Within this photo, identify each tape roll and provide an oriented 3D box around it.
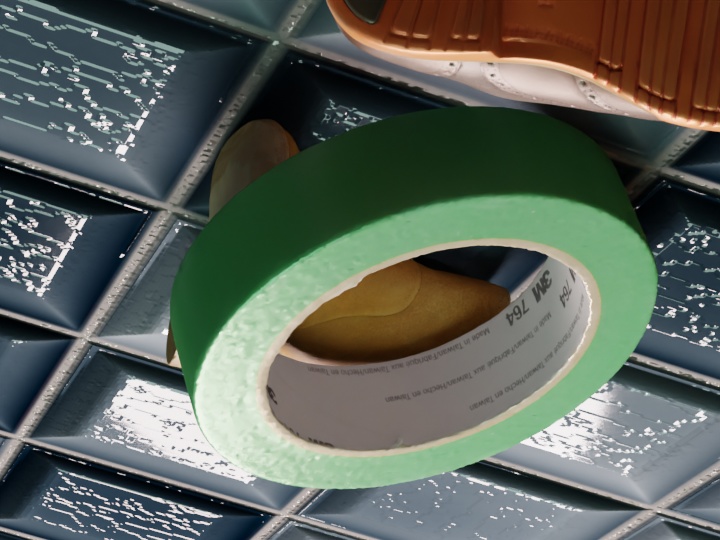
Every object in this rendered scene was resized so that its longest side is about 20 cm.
[{"bbox_3d":[0.022,0.016,0.949,0.199,0.048,0.201,-13,146,-9],"label":"tape roll"}]

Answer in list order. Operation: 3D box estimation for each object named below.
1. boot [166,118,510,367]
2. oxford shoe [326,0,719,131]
[{"bbox_3d":[0.000,0.001,1.014,0.143,0.071,0.201,6,152,-13],"label":"boot"},{"bbox_3d":[0.087,-0.088,0.810,0.199,0.072,0.073,14,173,3],"label":"oxford shoe"}]
